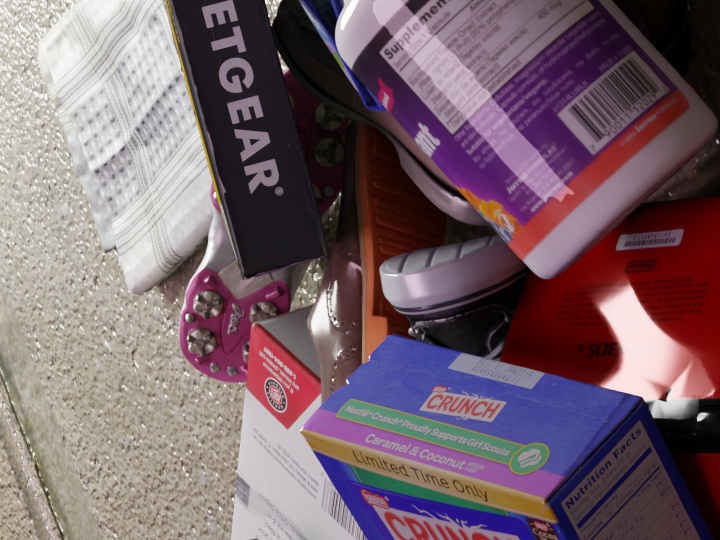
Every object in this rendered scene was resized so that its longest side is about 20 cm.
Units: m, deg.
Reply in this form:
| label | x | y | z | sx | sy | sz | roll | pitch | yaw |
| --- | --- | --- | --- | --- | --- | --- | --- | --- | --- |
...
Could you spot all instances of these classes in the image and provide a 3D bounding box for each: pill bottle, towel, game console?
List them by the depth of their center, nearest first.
| label | x | y | z | sx | sy | sz | roll | pitch | yaw |
| --- | --- | --- | --- | --- | --- | --- | --- | --- | --- |
| pill bottle | 0.059 | -0.103 | 1.343 | 0.200 | 0.111 | 0.111 | 49 | 144 | 5 |
| game console | 0.161 | 0.065 | 1.377 | 0.200 | 0.119 | 0.173 | -5 | 63 | 57 |
| towel | -0.141 | -0.096 | 1.849 | 0.200 | 0.035 | 0.193 | -38 | 71 | 57 |

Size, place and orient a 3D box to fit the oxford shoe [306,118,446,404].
| label | x | y | z | sx | sy | sz | roll | pitch | yaw |
| --- | --- | --- | --- | --- | --- | --- | --- | --- | --- |
| oxford shoe | 0.000 | 0.000 | 1.587 | 0.073 | 0.071 | 0.200 | -19 | 61 | 37 |

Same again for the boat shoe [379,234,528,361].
| label | x | y | z | sx | sy | sz | roll | pitch | yaw |
| --- | --- | --- | --- | --- | --- | --- | --- | --- | --- |
| boat shoe | 0.059 | 0.020 | 1.488 | 0.200 | 0.072 | 0.071 | -8 | -93 | -78 |

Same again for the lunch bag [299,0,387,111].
| label | x | y | z | sx | sy | sz | roll | pitch | yaw |
| --- | --- | --- | --- | --- | --- | --- | --- | --- | --- |
| lunch bag | -0.002 | -0.204 | 1.477 | 0.170 | 0.127 | 0.200 | -113 | 19 | -55 |

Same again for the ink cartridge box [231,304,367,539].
| label | x | y | z | sx | sy | sz | roll | pitch | yaw |
| --- | --- | --- | --- | --- | --- | --- | --- | --- | --- |
| ink cartridge box | -0.001 | 0.137 | 1.687 | 0.144 | 0.084 | 0.200 | 41 | 135 | 40 |

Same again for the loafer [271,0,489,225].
| label | x | y | z | sx | sy | sz | roll | pitch | yaw |
| --- | --- | --- | --- | --- | --- | --- | --- | --- | --- |
| loafer | 0.026 | -0.104 | 1.552 | 0.200 | 0.072 | 0.063 | 46 | 139 | 35 |

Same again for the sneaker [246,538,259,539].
| label | x | y | z | sx | sy | sz | roll | pitch | yaw |
| --- | --- | --- | --- | --- | --- | --- | --- | --- | --- |
| sneaker | -0.027 | 0.244 | 1.645 | 0.092 | 0.076 | 0.200 | 6 | 118 | 47 |

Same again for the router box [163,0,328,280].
| label | x | y | z | sx | sy | sz | roll | pitch | yaw |
| --- | --- | --- | --- | --- | --- | --- | --- | --- | --- |
| router box | -0.067 | -0.101 | 1.567 | 0.149 | 0.051 | 0.200 | -141 | 36 | -85 |

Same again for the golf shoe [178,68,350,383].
| label | x | y | z | sx | sy | sz | roll | pitch | yaw |
| --- | --- | --- | --- | --- | --- | --- | --- | --- | --- |
| golf shoe | -0.053 | -0.037 | 1.703 | 0.092 | 0.075 | 0.200 | -71 | 3 | -71 |

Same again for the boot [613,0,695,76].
| label | x | y | z | sx | sy | sz | roll | pitch | yaw |
| --- | --- | --- | --- | --- | --- | --- | --- | --- | --- |
| boot | 0.143 | -0.128 | 1.389 | 0.200 | 0.075 | 0.097 | -20 | 108 | 53 |

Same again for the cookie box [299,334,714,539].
| label | x | y | z | sx | sy | sz | roll | pitch | yaw |
| --- | --- | --- | --- | --- | --- | --- | --- | --- | --- |
| cookie box | 0.087 | 0.137 | 1.378 | 0.171 | 0.075 | 0.200 | 13 | 141 | 48 |
